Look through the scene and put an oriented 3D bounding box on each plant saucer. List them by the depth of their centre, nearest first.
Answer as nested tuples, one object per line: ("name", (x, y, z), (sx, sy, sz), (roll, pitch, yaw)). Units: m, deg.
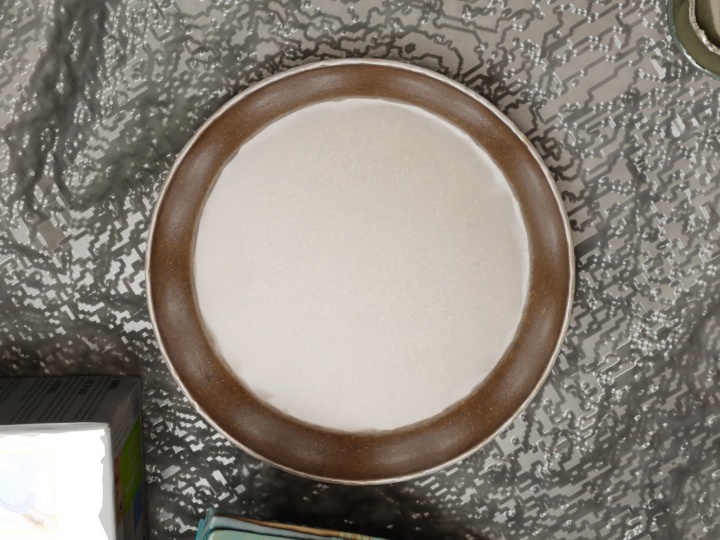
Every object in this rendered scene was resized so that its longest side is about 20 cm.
("plant saucer", (0.000, 0.000, 0.962), (0.200, 0.034, 0.200), (0, 97, 3))

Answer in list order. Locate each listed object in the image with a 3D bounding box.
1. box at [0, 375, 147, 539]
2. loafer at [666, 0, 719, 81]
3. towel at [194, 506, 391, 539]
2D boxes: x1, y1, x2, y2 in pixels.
("box", (-0.154, 0.158, 0.952), (0.101, 0.112, 0.200), (-2, 98, 1))
("loafer", (0.207, -0.173, 0.908), (0.075, 0.070, 0.200), (34, 98, -2))
("towel", (-0.017, 0.188, 0.940), (0.200, 0.022, 0.147), (15, 101, -39))
